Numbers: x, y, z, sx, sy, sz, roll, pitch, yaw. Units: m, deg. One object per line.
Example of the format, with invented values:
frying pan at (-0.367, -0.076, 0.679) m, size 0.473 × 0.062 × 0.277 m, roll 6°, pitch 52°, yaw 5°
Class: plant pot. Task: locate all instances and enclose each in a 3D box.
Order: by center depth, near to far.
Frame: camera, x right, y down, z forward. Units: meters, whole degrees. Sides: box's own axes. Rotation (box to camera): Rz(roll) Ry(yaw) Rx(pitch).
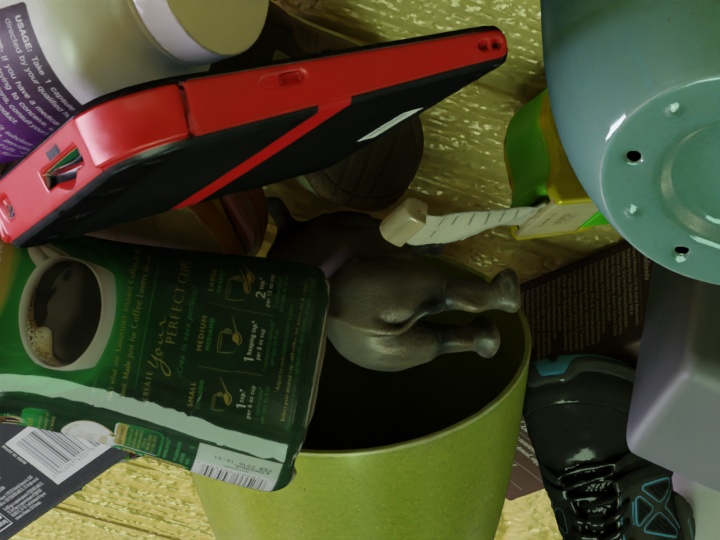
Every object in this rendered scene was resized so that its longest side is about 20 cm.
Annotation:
plant pot at (0.167, -0.091, 1.053) m, size 0.199 × 0.162 × 0.201 m, roll 6°, pitch 139°, yaw 5°
plant pot at (-0.003, 0.120, 1.297) m, size 0.186 × 0.187 × 0.201 m, roll 0°, pitch 122°, yaw 4°

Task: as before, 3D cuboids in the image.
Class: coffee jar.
coffee jar at (-0.118, 0.031, 1.130) m, size 0.199 × 0.105 × 0.085 m, roll 13°, pitch 164°, yaw -6°

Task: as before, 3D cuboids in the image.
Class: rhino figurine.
rhino figurine at (0.000, 0.000, 1.235) m, size 0.087 × 0.200 × 0.060 m, roll -5°, pitch 108°, yaw -21°

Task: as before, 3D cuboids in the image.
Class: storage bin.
storage bin at (0.211, 0.022, 1.182) m, size 0.134 × 0.201 × 0.146 m, roll 19°, pitch 143°, yaw -8°

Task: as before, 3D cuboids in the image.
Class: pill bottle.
pill bottle at (-0.140, -0.106, 1.057) m, size 0.199 × 0.113 × 0.112 m, roll -11°, pitch 143°, yaw 33°

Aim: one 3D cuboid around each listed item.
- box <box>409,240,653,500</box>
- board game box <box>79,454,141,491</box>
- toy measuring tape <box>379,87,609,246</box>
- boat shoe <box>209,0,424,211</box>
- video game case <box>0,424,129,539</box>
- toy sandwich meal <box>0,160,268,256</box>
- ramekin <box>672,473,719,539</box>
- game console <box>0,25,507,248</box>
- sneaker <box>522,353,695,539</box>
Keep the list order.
box at (0.134, 0.050, 1.358) m, size 0.199 × 0.075 × 0.100 m, roll -25°, pitch 136°, yaw 31°
board game box at (-0.216, 0.081, 1.391) m, size 0.199 × 0.062 × 0.200 m, roll -15°, pitch 150°, yaw 37°
toy measuring tape at (0.077, -0.053, 1.186) m, size 0.199 × 0.074 × 0.074 m, roll -8°, pitch 158°, yaw -43°
boat shoe at (-0.044, -0.091, 1.186) m, size 0.076 × 0.072 × 0.200 m, roll 21°, pitch 170°, yaw 38°
video game case at (-0.218, 0.058, 1.258) m, size 0.180 × 0.026 × 0.200 m, roll 39°, pitch 139°, yaw -15°
toy sandwich meal at (-0.144, -0.019, 1.208) m, size 0.204 × 0.071 × 0.206 m, roll 2°, pitch 142°, yaw 2°
ramekin at (0.224, 0.178, 1.440) m, size 0.202 × 0.203 × 0.094 m, roll -34°, pitch 172°, yaw 40°
game console at (-0.054, -0.057, 1.034) m, size 0.176 × 0.031 × 0.200 m, roll -17°, pitch 177°, yaw -25°
sneaker at (0.136, 0.122, 1.321) m, size 0.073 × 0.082 × 0.200 m, roll -8°, pitch 136°, yaw 23°
